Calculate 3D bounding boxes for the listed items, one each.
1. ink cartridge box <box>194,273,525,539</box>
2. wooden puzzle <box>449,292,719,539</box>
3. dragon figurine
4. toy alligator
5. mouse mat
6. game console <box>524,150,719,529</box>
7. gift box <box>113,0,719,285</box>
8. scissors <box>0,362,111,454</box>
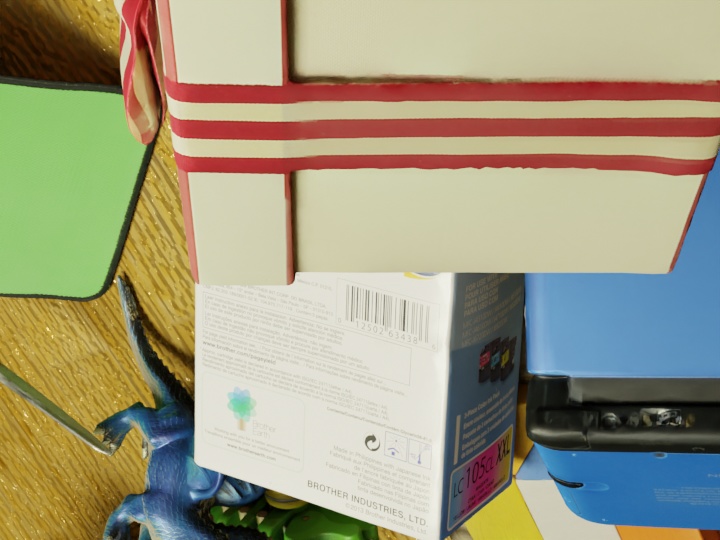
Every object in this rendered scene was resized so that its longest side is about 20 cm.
[{"bbox_3d":[0.000,0.000,0.676,0.135,0.076,0.203,14,115,28],"label":"ink cartridge box"},{"bbox_3d":[0.101,0.104,0.732,0.183,0.037,0.202,-6,117,38],"label":"wooden puzzle"},{"bbox_3d":[-0.083,0.095,0.809,0.098,0.203,0.059,-16,153,24],"label":"dragon figurine"},{"bbox_3d":[-0.036,0.142,0.825,0.198,0.054,0.060,14,124,38],"label":"toy alligator"},{"bbox_3d":[-0.209,-0.041,0.772,0.197,0.008,0.162,3,139,-22],"label":"mouse mat"},{"bbox_3d":[0.170,0.023,0.606,0.197,0.120,0.171,0,154,18],"label":"game console"},{"bbox_3d":[0.012,-0.114,0.490,0.184,0.202,0.186,-1,143,-3],"label":"gift box"},{"bbox_3d":[-0.208,0.043,0.843,0.198,0.073,0.014,30,92,8],"label":"scissors"}]
